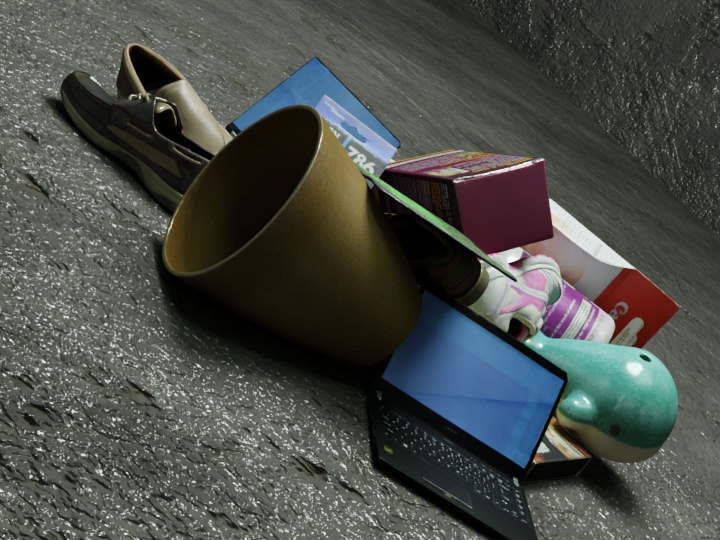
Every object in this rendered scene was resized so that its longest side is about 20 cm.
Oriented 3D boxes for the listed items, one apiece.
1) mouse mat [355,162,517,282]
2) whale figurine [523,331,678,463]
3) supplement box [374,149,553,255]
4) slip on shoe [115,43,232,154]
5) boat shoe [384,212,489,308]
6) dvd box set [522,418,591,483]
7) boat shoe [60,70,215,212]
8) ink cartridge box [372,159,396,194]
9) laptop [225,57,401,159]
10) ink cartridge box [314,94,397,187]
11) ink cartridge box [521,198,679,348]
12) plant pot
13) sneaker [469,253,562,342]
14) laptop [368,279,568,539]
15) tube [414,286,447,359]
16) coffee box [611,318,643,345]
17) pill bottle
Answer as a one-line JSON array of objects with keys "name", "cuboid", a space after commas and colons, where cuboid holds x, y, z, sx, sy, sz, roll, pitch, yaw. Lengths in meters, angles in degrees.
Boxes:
[{"name": "mouse mat", "cuboid": [0.057, -0.053, 1.462, 0.160, 0.008, 0.200, 33, 4, -18]}, {"name": "whale figurine", "cuboid": [0.241, 0.110, 1.660, 0.199, 0.104, 0.159, 35, 28, 10]}, {"name": "supplement box", "cuboid": [0.105, -0.073, 1.689, 0.109, 0.087, 0.200, -14, 13, -22]}, {"name": "slip on shoe", "cuboid": [-0.188, -0.162, 1.619, 0.075, 0.061, 0.200, -19, 45, -24]}, {"name": "boat shoe", "cuboid": [0.040, -0.028, 1.542, 0.199, 0.072, 0.068, 18, -21, 45]}, {"name": "dvd box set", "cuboid": [0.130, 0.130, 1.594, 0.200, 0.029, 0.146, 46, 18, 25]}, {"name": "boat shoe", "cuboid": [-0.204, -0.135, 1.542, 0.200, 0.074, 0.074, 41, 16, 12]}, {"name": "ink cartridge box", "cuboid": [0.066, -0.061, 1.852, 0.199, 0.042, 0.119, 27, -24, -27]}, {"name": "laptop", "cuboid": [-0.100, -0.147, 1.661, 0.199, 0.117, 0.187, 8, 30, -42]}, {"name": "ink cartridge box", "cuboid": [-0.045, -0.087, 1.578, 0.099, 0.201, 0.039, 35, -28, -2]}, {"name": "ink cartridge box", "cuboid": [0.243, 0.038, 1.851, 0.200, 0.163, 0.050, 41, 38, 3]}, {"name": "plant pot", "cuboid": [-0.042, -0.011, 1.408, 0.200, 0.186, 0.187, 44, 11, -30]}, {"name": "sneaker", "cuboid": [0.152, 0.036, 1.646, 0.199, 0.081, 0.089, 0, 74, -56]}, {"name": "laptop", "cuboid": [0.105, 0.130, 1.414, 0.176, 0.104, 0.200, 32, 17, -14]}, {"name": "tube", "cuboid": [0.067, 0.043, 1.571, 0.051, 0.059, 0.200, 4, 20, 6]}, {"name": "coffee box", "cuboid": [0.259, 0.035, 1.978, 0.200, 0.113, 0.080, 40, 16, 12]}, {"name": "pill bottle", "cuboid": [0.177, 0.041, 1.789, 0.199, 0.113, 0.112, 37, 16, -3]}]
